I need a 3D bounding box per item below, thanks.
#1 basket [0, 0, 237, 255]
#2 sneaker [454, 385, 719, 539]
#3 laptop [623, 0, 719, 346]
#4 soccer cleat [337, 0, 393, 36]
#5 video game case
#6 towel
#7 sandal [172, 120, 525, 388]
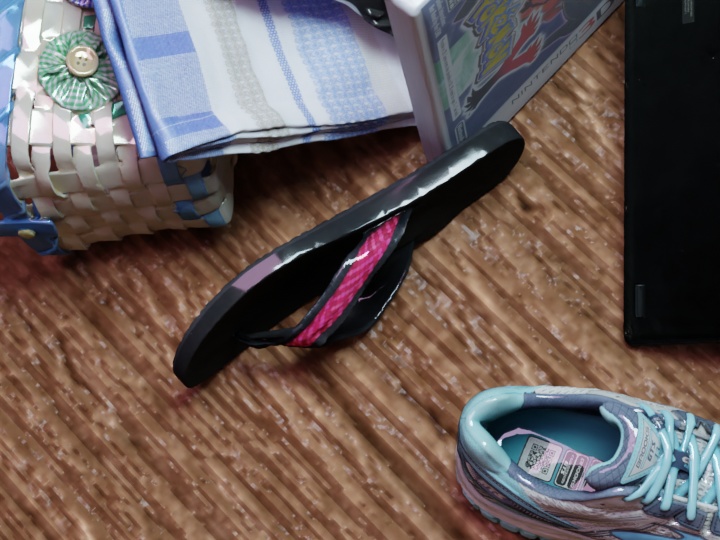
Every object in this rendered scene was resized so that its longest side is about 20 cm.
[{"bbox_3d":[-0.158,-0.096,1.151,0.199,0.139,0.177,-4,67,13],"label":"basket"},{"bbox_3d":[0.132,0.095,1.037,0.199,0.086,0.078,8,71,16],"label":"sneaker"},{"bbox_3d":[0.234,-0.059,1.094,0.199,0.116,0.189,-4,82,40],"label":"laptop"},{"bbox_3d":[-0.013,-0.163,1.096,0.068,0.199,0.074,-34,52,40],"label":"soccer cleat"},{"bbox_3d":[0.088,-0.144,1.084,0.023,0.200,0.182,41,81,18],"label":"video game case"},{"bbox_3d":[-0.041,-0.129,1.115,0.024,0.199,0.148,-24,81,47],"label":"towel"},{"bbox_3d":[0.000,0.000,1.117,0.199,0.075,0.045,-33,76,-5],"label":"sandal"}]
